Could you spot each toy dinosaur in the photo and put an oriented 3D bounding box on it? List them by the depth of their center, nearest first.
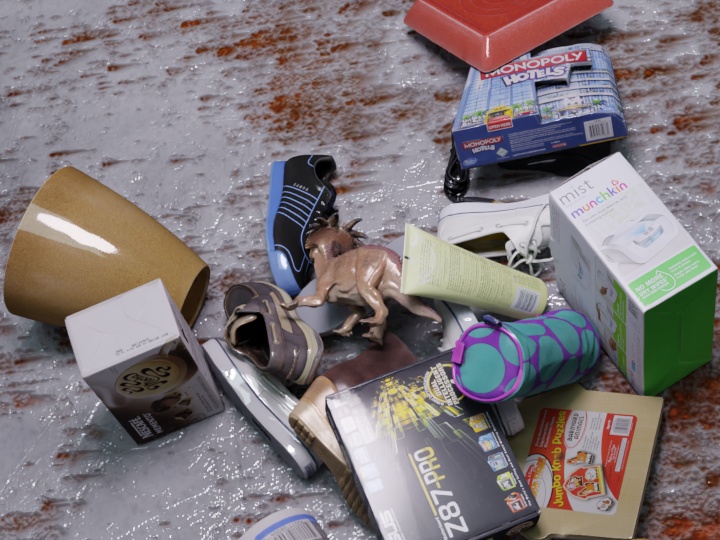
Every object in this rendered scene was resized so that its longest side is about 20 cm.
[{"bbox_3d":[0.000,0.000,1.581,0.199,0.086,0.137,9,71,32],"label":"toy dinosaur"}]

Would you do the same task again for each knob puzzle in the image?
[{"bbox_3d":[0.209,0.206,1.528,0.218,0.031,0.221,-12,45,12],"label":"knob puzzle"}]

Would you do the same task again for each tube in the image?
[{"bbox_3d":[0.120,0.009,1.578,0.052,0.199,0.058,-55,41,22],"label":"tube"}]

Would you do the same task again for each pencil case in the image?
[{"bbox_3d":[0.174,0.086,1.512,0.092,0.199,0.086,30,108,29],"label":"pencil case"}]

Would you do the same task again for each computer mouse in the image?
[{"bbox_3d":[0.193,-0.134,1.726,0.198,0.046,0.141,9,61,17],"label":"computer mouse"}]

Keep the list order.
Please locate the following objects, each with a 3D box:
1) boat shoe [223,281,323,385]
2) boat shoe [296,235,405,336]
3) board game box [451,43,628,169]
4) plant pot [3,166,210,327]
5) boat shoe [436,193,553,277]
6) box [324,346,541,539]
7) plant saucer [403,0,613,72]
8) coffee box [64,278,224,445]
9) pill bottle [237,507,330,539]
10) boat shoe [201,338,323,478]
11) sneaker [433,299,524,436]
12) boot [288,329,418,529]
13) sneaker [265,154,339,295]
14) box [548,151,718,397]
[{"bbox_3d":[-0.112,0.060,1.614,0.200,0.073,0.075,35,109,54],"label":"boat shoe"},{"bbox_3d":[0.011,0.025,1.658,0.199,0.070,0.071,-31,57,23],"label":"boat shoe"},{"bbox_3d":[0.206,-0.221,1.729,0.198,0.062,0.201,-11,40,9],"label":"board game box"},{"bbox_3d":[-0.284,0.001,1.688,0.199,0.187,0.187,22,66,9],"label":"plant pot"},{"bbox_3d":[0.182,-0.034,1.649,0.200,0.075,0.087,-1,54,15],"label":"boat shoe"},{"bbox_3d":[0.071,0.195,1.477,0.160,0.049,0.201,-19,65,-9],"label":"box"},{"bbox_3d":[0.179,-0.336,1.803,0.199,0.037,0.200,-29,39,-16],"label":"plant saucer"},{"bbox_3d":[-0.233,0.104,1.587,0.112,0.200,0.080,-22,61,-3],"label":"coffee box"},{"bbox_3d":[-0.043,0.348,1.454,0.113,0.114,0.200,-35,59,-9],"label":"pill bottle"},{"bbox_3d":[-0.100,0.141,1.615,0.066,0.072,0.200,-37,60,-16],"label":"boat shoe"},{"bbox_3d":[0.111,0.103,1.584,0.070,0.073,0.201,-23,51,-1],"label":"sneaker"},{"bbox_3d":[0.036,0.177,1.561,0.166,0.072,0.200,-36,82,-31],"label":"boot"},{"bbox_3d":[-0.066,-0.060,1.721,0.077,0.070,0.201,-11,54,13],"label":"sneaker"},{"bbox_3d":[0.285,0.010,1.531,0.096,0.200,0.177,-29,57,-7],"label":"box"}]
